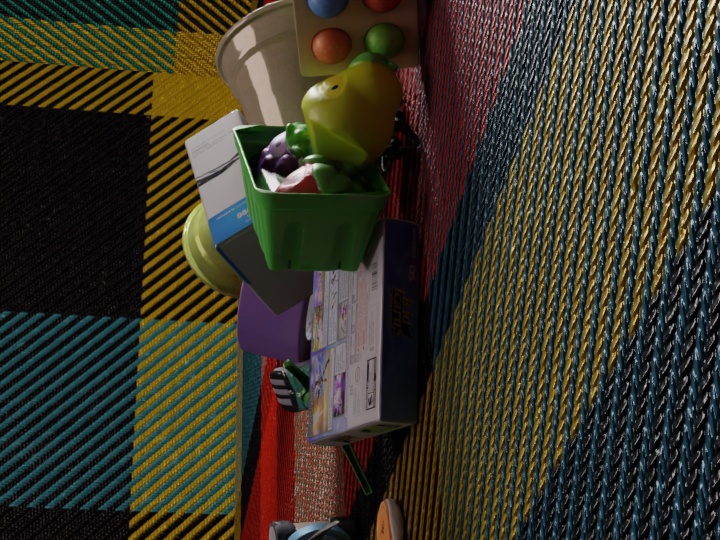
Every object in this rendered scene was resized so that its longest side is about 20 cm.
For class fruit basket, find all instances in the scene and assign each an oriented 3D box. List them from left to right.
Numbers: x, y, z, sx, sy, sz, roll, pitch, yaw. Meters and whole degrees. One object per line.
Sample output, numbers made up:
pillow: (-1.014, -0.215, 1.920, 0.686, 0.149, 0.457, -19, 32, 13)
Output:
fruit basket: (-0.041, -0.121, 1.575, 0.215, 0.154, 0.218, -179, 90, -77)

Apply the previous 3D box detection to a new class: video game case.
video game case: (0.002, 0.067, 1.598, 0.181, 0.045, 0.202, 153, 122, -62)

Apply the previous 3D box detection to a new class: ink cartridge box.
ink cartridge box: (-0.123, -0.071, 1.872, 0.145, 0.084, 0.201, 51, -167, -44)

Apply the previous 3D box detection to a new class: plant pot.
plant pot: (-0.178, -0.083, 2.630, 0.184, 0.199, 0.202, 127, 147, -55)
plant pot: (-0.054, -0.182, 1.820, 0.201, 0.199, 0.185, 109, 151, -61)

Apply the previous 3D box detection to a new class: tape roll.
tape roll: (-0.089, 0.017, 2.038, 0.200, 0.084, 0.202, 14, -90, -82)

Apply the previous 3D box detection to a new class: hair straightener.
hair straightener: (0.034, -0.144, 1.665, 0.200, 0.041, 0.078, -124, 38, -70)

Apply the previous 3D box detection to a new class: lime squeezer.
lime squeezer: (-0.042, 0.155, 1.718, 0.201, 0.037, 0.071, 60, -157, -31)

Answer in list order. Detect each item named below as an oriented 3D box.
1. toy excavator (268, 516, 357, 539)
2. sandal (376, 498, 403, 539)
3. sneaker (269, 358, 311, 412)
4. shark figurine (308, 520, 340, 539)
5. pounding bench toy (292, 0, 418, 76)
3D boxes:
toy excavator: (-0.041, 0.395, 1.778, 0.200, 0.099, 0.196, -137, 49, -68)
sandal: (0.014, 0.299, 1.510, 0.207, 0.059, 0.080, -101, 16, -59)
sneaker: (-0.025, 0.125, 1.832, 0.199, 0.087, 0.075, 6, 118, 57)
shark figurine: (0.018, 0.273, 1.348, 0.215, 0.089, 0.128, 56, -166, -21)
pounding bench toy: (-0.006, -0.261, 1.637, 0.157, 0.123, 0.201, -97, 2, -47)
